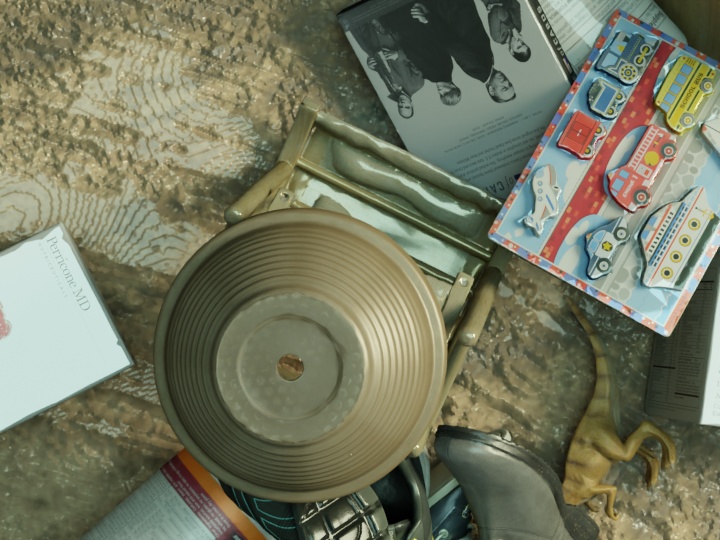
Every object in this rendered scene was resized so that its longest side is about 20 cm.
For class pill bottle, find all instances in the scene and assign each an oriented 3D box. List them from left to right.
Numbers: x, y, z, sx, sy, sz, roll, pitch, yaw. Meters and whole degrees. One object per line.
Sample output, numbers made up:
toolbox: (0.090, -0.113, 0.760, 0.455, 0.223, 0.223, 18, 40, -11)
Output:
pill bottle: (-0.160, 0.228, 1.425, 0.200, 0.110, 0.110, -41, 95, -6)
pill bottle: (0.187, -0.168, 1.474, 0.114, 0.114, 0.200, -43, 95, -6)

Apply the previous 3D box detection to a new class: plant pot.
plant pot: (-0.043, 0.059, 1.259, 0.201, 0.093, 0.201, 0, 92, 3)

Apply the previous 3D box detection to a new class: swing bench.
swing bench: (0.000, 0.000, 1.414, 0.199, 0.200, 0.130, 26, 124, 2)

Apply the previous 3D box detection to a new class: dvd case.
dvd case: (0.090, -0.136, 1.449, 0.150, 0.025, 0.200, -21, 106, 30)

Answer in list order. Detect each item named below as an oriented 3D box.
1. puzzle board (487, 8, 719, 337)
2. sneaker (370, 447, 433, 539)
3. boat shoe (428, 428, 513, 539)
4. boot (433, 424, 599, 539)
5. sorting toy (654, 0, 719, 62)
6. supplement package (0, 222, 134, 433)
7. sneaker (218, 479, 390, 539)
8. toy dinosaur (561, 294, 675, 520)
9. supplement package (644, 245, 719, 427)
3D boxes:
puzzle board: (0.205, -0.073, 1.388, 0.151, 0.017, 0.200, 29, 82, 7)
sneaker: (0.022, 0.212, 1.399, 0.074, 0.085, 0.200, -11, 85, 8)
boat shoe: (0.052, 0.205, 1.473, 0.200, 0.075, 0.062, -43, 93, -5)
boot: (0.102, 0.209, 1.400, 0.200, 0.070, 0.132, 44, 65, -37)
sorting toy: (0.298, -0.201, 1.401, 0.070, 0.200, 0.199, -41, 67, -9)
supplement package: (-0.282, 0.061, 1.405, 0.200, 0.120, 0.121, -27, 92, -8)
sneaker: (-0.049, 0.156, 1.359, 0.075, 0.079, 0.200, -29, 86, -37)
toy dinosaur: (0.192, 0.129, 1.500, 0.106, 0.060, 0.200, 15, 87, -6)
supplement package: (0.324, 0.026, 1.473, 0.152, 0.151, 0.200, 8, 88, -7)
